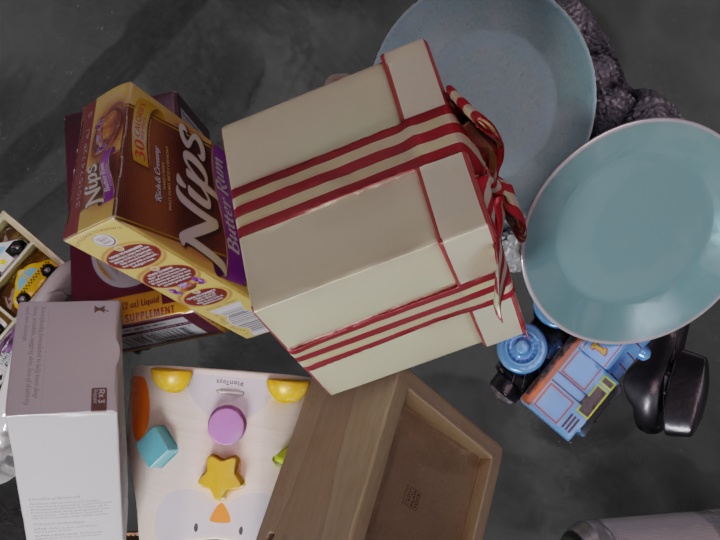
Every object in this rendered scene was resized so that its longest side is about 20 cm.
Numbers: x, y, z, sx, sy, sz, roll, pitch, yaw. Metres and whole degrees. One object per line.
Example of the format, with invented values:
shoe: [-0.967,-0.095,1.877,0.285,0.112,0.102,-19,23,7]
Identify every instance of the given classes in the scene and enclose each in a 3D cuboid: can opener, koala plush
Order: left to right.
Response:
koala plush: [0.174,-0.107,0.824,0.200,0.184,0.178,-41,78,13]
can opener: [0.297,0.059,0.847,0.078,0.063,0.202,7,71,23]

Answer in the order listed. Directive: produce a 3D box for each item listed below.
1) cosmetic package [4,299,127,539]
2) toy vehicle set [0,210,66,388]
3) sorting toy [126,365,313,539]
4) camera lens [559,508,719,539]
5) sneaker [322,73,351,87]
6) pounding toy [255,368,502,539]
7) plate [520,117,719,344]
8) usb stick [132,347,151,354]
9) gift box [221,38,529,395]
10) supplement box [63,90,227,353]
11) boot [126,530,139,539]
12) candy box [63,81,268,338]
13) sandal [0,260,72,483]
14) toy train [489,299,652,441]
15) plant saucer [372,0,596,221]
cosmetic package: [-0.228,0.131,0.707,0.080,0.202,0.114,-2,43,-13]
toy vehicle set: [-0.340,0.064,0.807,0.124,0.027,0.201,38,81,1]
sorting toy: [-0.116,0.179,0.767,0.197,0.107,0.183,4,80,-4]
camera lens: [0.273,0.292,0.761,0.197,0.160,0.162,-3,83,-5]
sneaker: [0.026,-0.088,0.830,0.071,0.080,0.200,-32,77,-37]
pounding toy: [0.016,0.210,0.748,0.200,0.141,0.186,41,56,-36]
plate: [0.226,-0.031,0.728,0.197,0.026,0.203,-2,118,-4]
usb stick: [-0.167,-0.017,0.829,0.055,0.033,0.201,32,82,6]
gift box: [0.027,-0.019,0.641,0.185,0.185,0.202,-21,63,8]
supplement box: [-0.188,-0.040,0.777,0.109,0.086,0.203,-11,72,7]
boot: [-0.159,0.280,0.771,0.197,0.075,0.075,17,85,0]
candy box: [-0.129,-0.038,0.686,0.056,0.199,0.118,-19,57,29]
sandal: [-0.291,0.083,0.759,0.049,0.082,0.205,20,88,11]
toy train: [0.207,0.056,0.812,0.114,0.087,0.201,40,88,15]
plant saucer: [0.102,-0.140,0.750,0.198,0.039,0.204,3,98,24]
